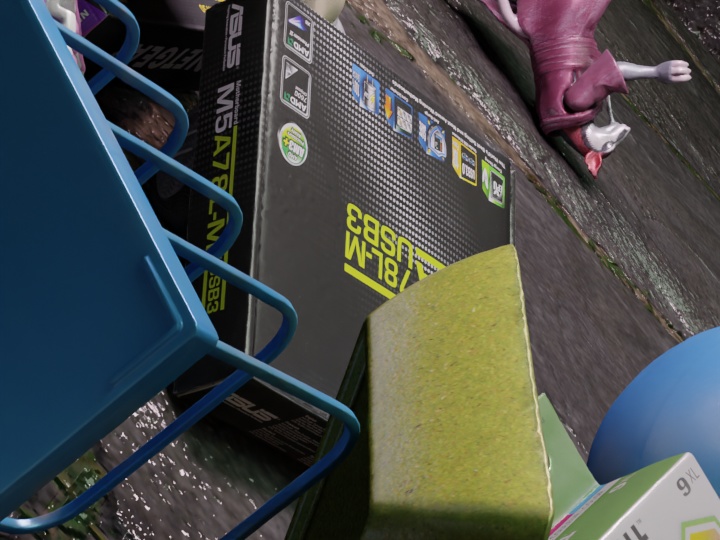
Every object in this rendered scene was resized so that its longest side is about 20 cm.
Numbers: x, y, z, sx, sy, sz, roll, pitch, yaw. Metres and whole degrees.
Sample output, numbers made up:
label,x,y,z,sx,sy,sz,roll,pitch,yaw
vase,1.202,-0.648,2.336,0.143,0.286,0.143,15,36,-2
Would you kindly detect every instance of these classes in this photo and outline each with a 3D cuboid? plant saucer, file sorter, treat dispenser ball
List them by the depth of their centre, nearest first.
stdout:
label,x,y,z,sx,sy,sz,roll,pitch,yaw
file sorter,-0.111,0.003,0.822,0.123,0.139,0.200,32,24,-55
plant saucer,0.003,0.109,0.841,0.048,0.200,0.200,16,24,-8
treat dispenser ball,0.210,0.124,1.261,0.201,0.201,0.201,44,17,-18

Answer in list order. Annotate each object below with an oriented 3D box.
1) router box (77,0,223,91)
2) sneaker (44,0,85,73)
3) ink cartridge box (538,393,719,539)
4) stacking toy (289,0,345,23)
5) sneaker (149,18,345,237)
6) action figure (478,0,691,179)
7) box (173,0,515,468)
label,x,y,z,sx,sy,sz,roll,pitch,yaw
router box,-0.140,-0.163,1.246,0.149,0.051,0.200,54,17,9
sneaker,-0.171,-0.140,1.096,0.081,0.088,0.201,108,-30,-71
ink cartridge box,0.129,0.150,1.130,0.104,0.059,0.200,-34,94,-50
stacking toy,-0.088,-0.200,1.175,0.199,0.147,0.146,21,16,6
sneaker,-0.027,-0.051,1.231,0.116,0.075,0.200,57,33,-24
action figure,0.156,-0.167,1.935,0.148,0.134,0.201,-1,73,-23
box,0.000,0.000,1.135,0.200,0.047,0.194,34,47,-44
